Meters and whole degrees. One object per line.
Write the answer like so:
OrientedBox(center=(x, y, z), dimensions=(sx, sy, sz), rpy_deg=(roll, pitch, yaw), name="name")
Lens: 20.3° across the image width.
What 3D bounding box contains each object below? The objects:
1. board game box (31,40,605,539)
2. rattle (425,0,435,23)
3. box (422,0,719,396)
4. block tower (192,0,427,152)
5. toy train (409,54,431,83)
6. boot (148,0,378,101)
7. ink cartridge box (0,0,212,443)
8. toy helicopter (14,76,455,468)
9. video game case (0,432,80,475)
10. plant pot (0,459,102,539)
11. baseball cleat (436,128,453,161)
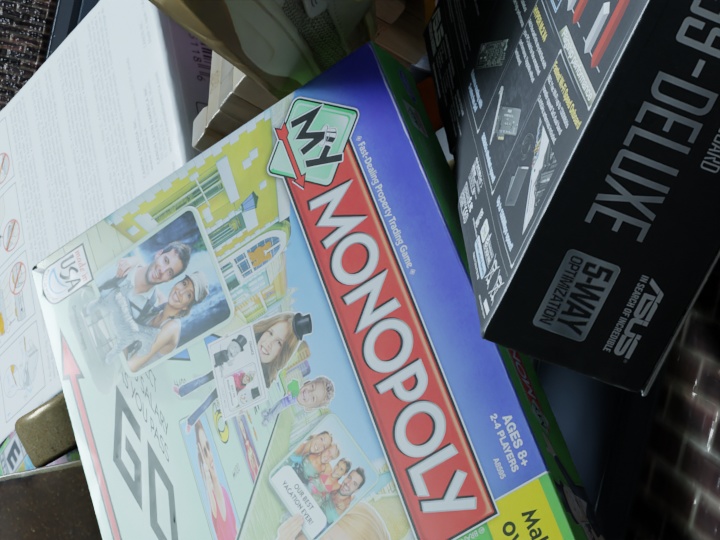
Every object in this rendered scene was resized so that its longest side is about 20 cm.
OrientedBox(center=(-0.014, 0.050, 0.568), dimensions=(0.134, 0.029, 0.201), rpy_deg=(-32, 57, 18), name="board game box")
OrientedBox(center=(0.039, -0.187, 0.942), dimensions=(0.200, 0.130, 0.144), rpy_deg=(-34, 49, 39), name="rattle")
OrientedBox(center=(0.075, -0.087, 0.550), dimensions=(0.200, 0.049, 0.159), rpy_deg=(-96, 28, -62), name="box")
OrientedBox(center=(0.010, -0.117, 0.752), dimensions=(0.200, 0.054, 0.058), rpy_deg=(-49, 26, 32), name="block tower")
OrientedBox(center=(0.003, -0.007, 0.889), dimensions=(0.114, 0.085, 0.201), rpy_deg=(-74, -1, -71), name="toy train")
OrientedBox(center=(0.003, -0.130, 0.633), dimensions=(0.156, 0.073, 0.200), rpy_deg=(-54, -11, 3), name="boot")
OrientedBox(center=(-0.120, -0.020, 0.914), dimensions=(0.200, 0.050, 0.163), rpy_deg=(-41, 51, 42), name="ink cartridge box")
OrientedBox(center=(-0.032, 0.014, 0.684), dimensions=(0.079, 0.199, 0.132), rpy_deg=(59, -174, -3), name="toy helicopter")
OrientedBox(center=(-0.102, 0.117, 0.912), dimensions=(0.182, 0.022, 0.201), rpy_deg=(-52, 47, 34), name="video game case")
OrientedBox(center=(-0.047, 0.161, 0.704), dimensions=(0.187, 0.185, 0.202), rpy_deg=(147, 113, -78), name="plant pot")
OrientedBox(center=(0.000, 0.000, 0.792), dimensions=(0.070, 0.106, 0.201), rpy_deg=(-88, 15, -72), name="baseball cleat")
